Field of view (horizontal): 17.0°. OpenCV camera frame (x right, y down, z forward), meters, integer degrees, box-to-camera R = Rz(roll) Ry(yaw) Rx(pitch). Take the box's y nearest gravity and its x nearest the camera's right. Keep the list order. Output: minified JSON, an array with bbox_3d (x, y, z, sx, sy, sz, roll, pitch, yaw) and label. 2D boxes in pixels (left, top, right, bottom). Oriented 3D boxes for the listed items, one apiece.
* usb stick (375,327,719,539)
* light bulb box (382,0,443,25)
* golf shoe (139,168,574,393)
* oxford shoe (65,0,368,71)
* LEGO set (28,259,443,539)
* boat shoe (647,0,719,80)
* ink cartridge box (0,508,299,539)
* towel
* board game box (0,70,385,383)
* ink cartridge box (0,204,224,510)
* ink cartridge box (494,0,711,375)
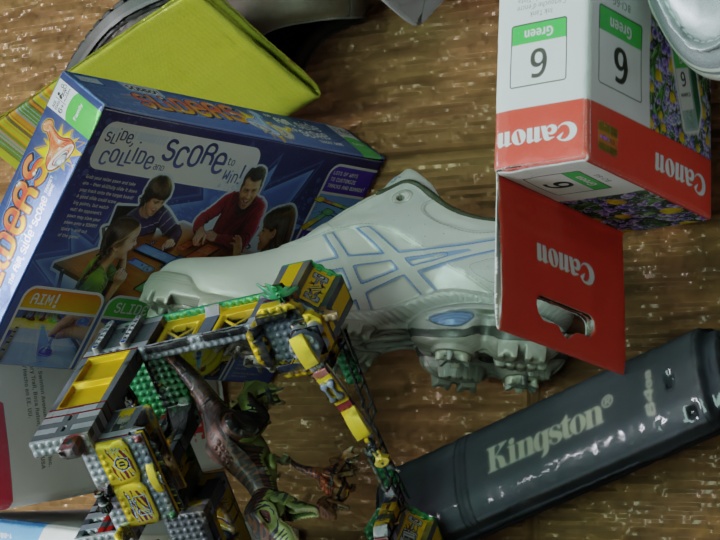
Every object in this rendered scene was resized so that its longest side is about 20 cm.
[{"bbox_3d":[0.088,0.082,1.097,0.200,0.033,0.055,-27,40,32],"label":"usb stick"},{"bbox_3d":[0.008,-0.260,1.108,0.198,0.125,0.200,-46,59,6],"label":"light bulb box"},{"bbox_3d":[0.000,0.000,1.120,0.200,0.078,0.097,5,72,-1],"label":"golf shoe"},{"bbox_3d":[-0.079,-0.109,1.226,0.200,0.073,0.084,-29,77,35],"label":"oxford shoe"},{"bbox_3d":[-0.053,0.103,1.049,0.154,0.116,0.200,-4,119,17],"label":"LEGO set"},{"bbox_3d":[0.123,-0.175,0.986,0.070,0.072,0.201,-15,83,38],"label":"boat shoe"},{"bbox_3d":[-0.121,0.223,1.192,0.129,0.125,0.200,2,88,38],"label":"ink cartridge box"},{"bbox_3d":[-0.109,-0.081,1.221,0.200,0.086,0.018,-27,32,46],"label":"towel"},{"bbox_3d":[-0.088,-0.015,1.141,0.034,0.200,0.135,39,108,35],"label":"board game box"},{"bbox_3d":[-0.167,0.041,1.189,0.084,0.200,0.145,-8,89,39],"label":"ink cartridge box"},{"bbox_3d":[0.107,-0.064,1.038,0.050,0.109,0.200,-8,73,35],"label":"ink cartridge box"}]
